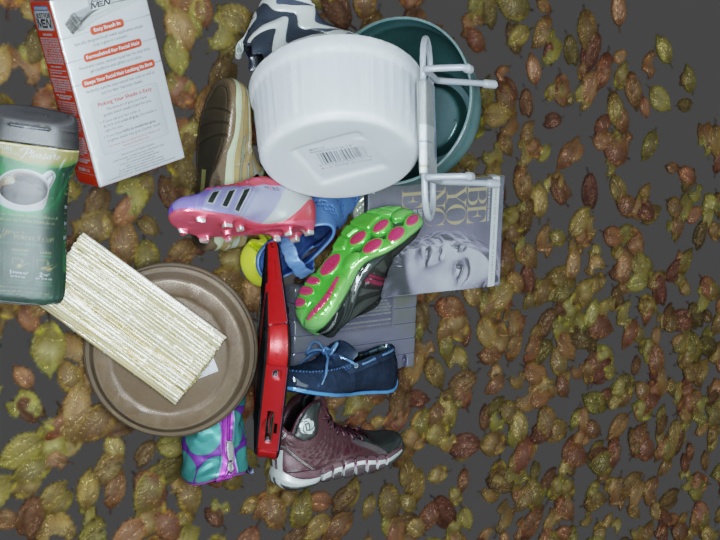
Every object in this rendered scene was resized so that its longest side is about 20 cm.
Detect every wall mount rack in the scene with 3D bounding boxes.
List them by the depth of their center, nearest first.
[{"bbox_3d":[0.108,-0.156,1.384,0.174,0.074,0.203,-7,97,-77],"label":"wall mount rack"}]

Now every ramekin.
[{"bbox_3d":[-0.025,-0.163,1.389,0.199,0.200,0.099,19,57,-38],"label":"ramekin"}]

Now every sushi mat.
[{"bbox_3d":[-0.253,0.054,1.375,0.199,0.012,0.096,37,90,-8],"label":"sushi mat"}]

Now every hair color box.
[{"bbox_3d":[-0.271,-0.204,1.348,0.110,0.064,0.202,-23,113,-31],"label":"hair color box"}]

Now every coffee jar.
[{"bbox_3d":[-0.349,-0.069,1.293,0.103,0.085,0.203,7,96,-14],"label":"coffee jar"}]

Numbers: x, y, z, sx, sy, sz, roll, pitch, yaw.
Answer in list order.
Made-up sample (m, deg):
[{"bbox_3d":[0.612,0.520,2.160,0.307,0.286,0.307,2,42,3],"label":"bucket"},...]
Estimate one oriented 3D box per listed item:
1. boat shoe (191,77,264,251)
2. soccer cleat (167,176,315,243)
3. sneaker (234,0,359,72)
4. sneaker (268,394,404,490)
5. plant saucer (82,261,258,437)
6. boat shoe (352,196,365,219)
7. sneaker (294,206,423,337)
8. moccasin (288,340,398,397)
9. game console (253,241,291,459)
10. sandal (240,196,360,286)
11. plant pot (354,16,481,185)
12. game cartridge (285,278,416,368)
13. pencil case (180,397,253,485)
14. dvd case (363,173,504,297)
[{"bbox_3d":[-0.148,-0.123,1.455,0.075,0.071,0.202,-1,111,-35],"label":"boat shoe"},{"bbox_3d":[-0.134,-0.074,1.411,0.198,0.066,0.077,2,71,-40],"label":"soccer cleat"},{"bbox_3d":[-0.059,-0.227,1.446,0.199,0.080,0.130,40,70,-1],"label":"sneaker"},{"bbox_3d":[-0.029,0.203,1.604,0.198,0.075,0.117,-11,102,-35],"label":"sneaker"},{"bbox_3d":[-0.214,0.092,1.406,0.197,0.029,0.203,-1,98,-5],"label":"plant saucer"},{"bbox_3d":[0.076,-0.082,1.638,0.198,0.062,0.076,-6,109,-25],"label":"boat shoe"},{"bbox_3d":[0.000,0.000,1.549,0.200,0.077,0.084,-45,145,-5],"label":"sneaker"},{"bbox_3d":[-0.032,0.118,1.554,0.199,0.080,0.069,2,95,-52],"label":"moccasin"},{"bbox_3d":[-0.102,0.096,1.432,0.031,0.178,0.201,4,130,-7],"label":"game console"},{"bbox_3d":[-0.054,-0.054,1.527,0.201,0.087,0.080,-52,122,-20],"label":"sandal"},{"bbox_3d":[0.067,-0.196,1.543,0.134,0.198,0.203,11,92,-64],"label":"plant pot"},{"bbox_3d":[-0.012,0.071,1.616,0.198,0.038,0.131,-5,98,-36],"label":"game cartridge"},{"bbox_3d":[-0.169,0.147,1.474,0.084,0.092,0.203,-6,101,-36],"label":"pencil case"},{"bbox_3d":[0.096,-0.044,1.614,0.198,0.016,0.151,-6,106,-24],"label":"dvd case"}]
